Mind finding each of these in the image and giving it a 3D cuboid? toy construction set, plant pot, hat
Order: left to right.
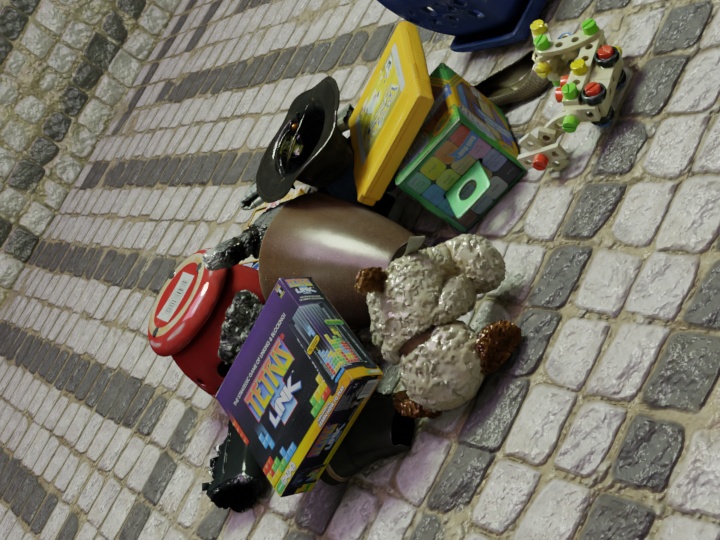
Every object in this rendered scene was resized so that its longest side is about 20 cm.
[{"bbox_3d":[-0.201,0.081,1.811,0.200,0.182,0.202,-38,33,30],"label":"plant pot"},{"bbox_3d":[-0.059,-0.160,1.646,0.201,0.080,0.202,-45,29,33],"label":"hat"},{"bbox_3d":[0.000,0.000,1.580,0.199,0.187,0.188,10,67,48],"label":"plant pot"},{"bbox_3d":[0.168,-0.430,1.748,0.199,0.179,0.202,3,63,62],"label":"plant pot"},{"bbox_3d":[0.247,-0.216,1.463,0.130,0.092,0.202,1,66,32],"label":"toy construction set"}]

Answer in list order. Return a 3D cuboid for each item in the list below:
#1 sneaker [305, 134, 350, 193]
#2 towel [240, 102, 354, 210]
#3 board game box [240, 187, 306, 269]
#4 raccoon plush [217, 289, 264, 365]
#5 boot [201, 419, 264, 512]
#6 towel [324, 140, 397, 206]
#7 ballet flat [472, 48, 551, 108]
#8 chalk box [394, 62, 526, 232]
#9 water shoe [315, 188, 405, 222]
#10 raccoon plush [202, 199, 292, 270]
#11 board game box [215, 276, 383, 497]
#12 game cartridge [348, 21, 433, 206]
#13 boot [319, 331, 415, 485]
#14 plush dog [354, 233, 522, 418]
[{"bbox_3d":[-0.045,-0.151,1.914,0.200,0.080,0.072,-47,27,19],"label":"sneaker"},{"bbox_3d":[-0.084,-0.167,1.809,0.199,0.035,0.193,-37,10,12],"label":"towel"},{"bbox_3d":[-0.157,-0.031,2.014,0.151,0.046,0.202,-9,53,58],"label":"board game box"},{"bbox_3d":[-0.102,0.087,1.599,0.200,0.132,0.098,22,-98,-82],"label":"raccoon plush"},{"bbox_3d":[-0.138,0.225,1.655,0.198,0.073,0.164,-41,27,43],"label":"boot"},{"bbox_3d":[0.037,-0.159,1.738,0.199,0.049,0.112,-33,46,-5],"label":"towel"},{"bbox_3d":[0.199,-0.255,1.645,0.199,0.046,0.068,-26,40,47],"label":"ballet flat"},{"bbox_3d":[0.120,-0.146,1.568,0.124,0.123,0.201,-45,28,23],"label":"chalk box"},{"bbox_3d":[-0.009,-0.094,1.787,0.072,0.079,0.199,-60,26,-8],"label":"water shoe"},{"bbox_3d":[-0.113,-0.013,1.745,0.198,0.135,0.097,-25,21,0],"label":"raccoon plush"},{"bbox_3d":[-0.077,0.136,1.440,0.166,0.056,0.201,50,125,31],"label":"board game box"},{"bbox_3d":[0.035,-0.205,1.595,0.201,0.032,0.177,-95,29,-53],"label":"game cartridge"},{"bbox_3d":[0.015,0.150,1.486,0.138,0.077,0.202,-27,51,39],"label":"boot"},{"bbox_3d":[0.080,0.072,1.374,0.200,0.160,0.173,-41,66,27],"label":"plush dog"}]
